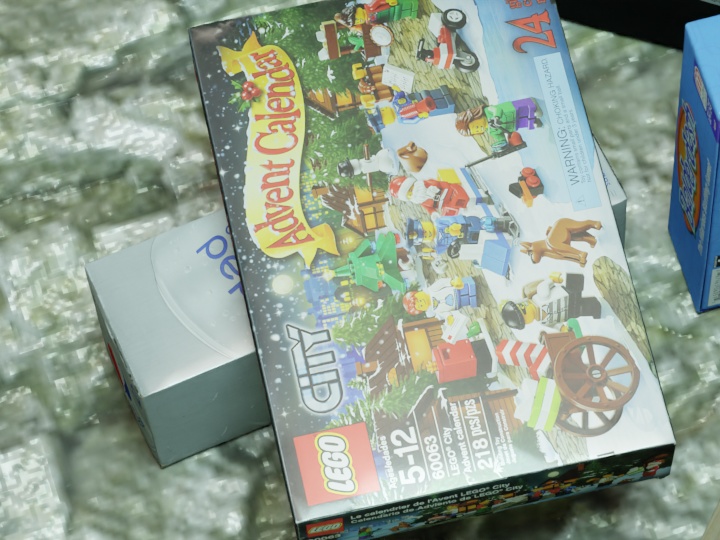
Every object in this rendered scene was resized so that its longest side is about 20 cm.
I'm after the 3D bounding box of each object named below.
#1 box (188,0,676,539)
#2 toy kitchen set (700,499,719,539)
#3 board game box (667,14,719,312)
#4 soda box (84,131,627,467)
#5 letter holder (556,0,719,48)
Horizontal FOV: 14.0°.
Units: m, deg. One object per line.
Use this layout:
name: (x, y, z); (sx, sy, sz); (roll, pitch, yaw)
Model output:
box: (0.023, -0.008, 1.066); (0.136, 0.038, 0.200); (-12, 67, -4)
toy kitchen set: (0.255, 0.093, 1.017); (0.163, 0.200, 0.181); (40, 65, -24)
board game box: (0.218, -0.059, 1.094); (0.200, 0.152, 0.045); (-13, 62, -5)
soda box: (0.000, 0.000, 1.122); (0.200, 0.068, 0.063); (-22, 63, -8)
letter holder: (0.184, -0.163, 1.179); (0.200, 0.101, 0.142); (16, 63, 11)
